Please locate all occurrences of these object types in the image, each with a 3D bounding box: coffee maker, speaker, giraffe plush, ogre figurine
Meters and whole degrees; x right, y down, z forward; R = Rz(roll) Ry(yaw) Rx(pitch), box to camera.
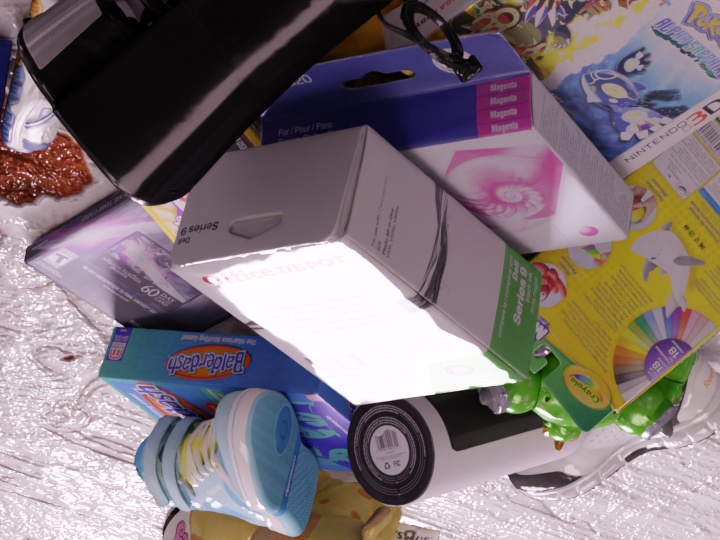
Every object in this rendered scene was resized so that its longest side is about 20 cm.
[{"bbox_3d":[-0.073,-0.130,1.394,0.200,0.193,0.134,-42,153,19],"label":"coffee maker"},{"bbox_3d":[0.081,0.113,1.753,0.081,0.082,0.199,-33,165,37],"label":"speaker"},{"bbox_3d":[-0.034,0.223,1.865,0.198,0.162,0.174,-4,100,0],"label":"giraffe plush"},{"bbox_3d":[0.150,0.056,1.720,0.199,0.121,0.098,23,139,-23],"label":"ogre figurine"}]

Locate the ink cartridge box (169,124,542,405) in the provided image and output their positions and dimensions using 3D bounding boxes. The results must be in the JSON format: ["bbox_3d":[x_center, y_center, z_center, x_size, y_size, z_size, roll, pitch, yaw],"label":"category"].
[{"bbox_3d":[0.000,0.000,1.533,0.145,0.085,0.200,-9,147,37],"label":"ink cartridge box"}]

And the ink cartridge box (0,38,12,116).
[{"bbox_3d":[-0.267,-0.057,1.622,0.044,0.095,0.201,9,142,-8],"label":"ink cartridge box"}]

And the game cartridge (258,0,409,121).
[{"bbox_3d":[-0.017,-0.116,1.568,0.175,0.033,0.201,7,140,-10],"label":"game cartridge"}]

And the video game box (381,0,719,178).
[{"bbox_3d":[0.145,-0.143,1.500,0.182,0.047,0.199,-36,133,27],"label":"video game box"}]

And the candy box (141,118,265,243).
[{"bbox_3d":[-0.087,-0.049,1.601,0.102,0.027,0.200,-18,136,21],"label":"candy box"}]

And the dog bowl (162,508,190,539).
[{"bbox_3d":[-0.070,0.259,2.035,0.198,0.074,0.201,2,142,2],"label":"dog bowl"}]

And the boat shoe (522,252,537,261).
[{"bbox_3d":[0.111,-0.006,1.674,0.198,0.075,0.068,10,177,13],"label":"boat shoe"}]

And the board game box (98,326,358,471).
[{"bbox_3d":[-0.070,0.097,1.784,0.199,0.045,0.152,3,155,35],"label":"board game box"}]

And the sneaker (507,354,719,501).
[{"bbox_3d":[0.185,0.107,1.838,0.199,0.074,0.080,-30,118,29],"label":"sneaker"}]

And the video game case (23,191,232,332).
[{"bbox_3d":[-0.120,-0.017,1.728,0.199,0.019,0.143,-27,133,34],"label":"video game case"}]

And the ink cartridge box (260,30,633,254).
[{"bbox_3d":[0.044,-0.067,1.529,0.195,0.044,0.200,-8,149,30],"label":"ink cartridge box"}]

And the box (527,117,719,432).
[{"bbox_3d":[0.189,0.002,1.596,0.200,0.118,0.048,-40,175,9],"label":"box"}]

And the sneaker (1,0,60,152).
[{"bbox_3d":[-0.171,-0.137,1.528,0.087,0.076,0.200,12,142,-12],"label":"sneaker"}]

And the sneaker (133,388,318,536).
[{"bbox_3d":[-0.109,0.131,1.729,0.130,0.080,0.200,11,157,14],"label":"sneaker"}]
